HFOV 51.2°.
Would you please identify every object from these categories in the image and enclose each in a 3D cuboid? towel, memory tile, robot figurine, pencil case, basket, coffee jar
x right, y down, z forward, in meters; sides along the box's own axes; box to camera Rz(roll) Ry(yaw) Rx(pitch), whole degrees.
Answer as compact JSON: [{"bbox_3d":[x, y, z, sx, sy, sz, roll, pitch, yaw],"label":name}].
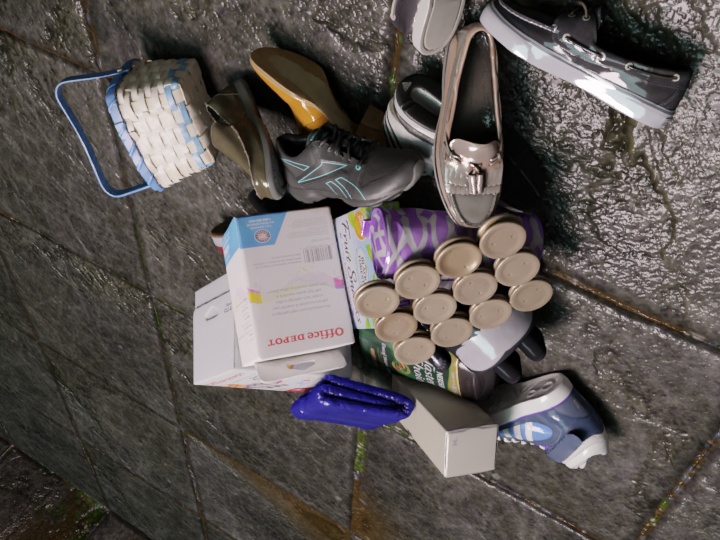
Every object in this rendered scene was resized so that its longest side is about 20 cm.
[{"bbox_3d":[-0.016,0.196,1.111,0.145,0.050,0.200,11,162,-13],"label":"towel"},{"bbox_3d":[0.102,0.026,0.815,0.198,0.017,0.154,-26,134,15],"label":"memory tile"},{"bbox_3d":[0.140,0.043,0.929,0.200,0.151,0.125,43,158,-3],"label":"robot figurine"},{"bbox_3d":[0.106,-0.032,0.832,0.196,0.086,0.085,1,124,-15],"label":"pencil case"},{"bbox_3d":[-0.295,-0.193,1.027,0.196,0.140,0.178,-11,126,9],"label":"basket"},{"bbox_3d":[0.100,0.112,1.060,0.197,0.086,0.105,14,137,29],"label":"coffee jar"}]

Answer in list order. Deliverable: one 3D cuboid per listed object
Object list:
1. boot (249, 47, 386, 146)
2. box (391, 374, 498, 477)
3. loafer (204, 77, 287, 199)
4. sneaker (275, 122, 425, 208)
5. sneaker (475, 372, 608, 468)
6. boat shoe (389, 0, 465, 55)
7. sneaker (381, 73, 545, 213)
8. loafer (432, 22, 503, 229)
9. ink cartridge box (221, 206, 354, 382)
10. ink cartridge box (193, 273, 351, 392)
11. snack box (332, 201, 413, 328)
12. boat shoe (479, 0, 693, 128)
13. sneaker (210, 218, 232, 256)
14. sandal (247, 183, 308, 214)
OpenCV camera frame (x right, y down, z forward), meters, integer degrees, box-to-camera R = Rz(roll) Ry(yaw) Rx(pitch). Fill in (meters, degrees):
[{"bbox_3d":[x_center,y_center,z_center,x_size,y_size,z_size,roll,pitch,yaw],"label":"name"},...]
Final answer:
[{"bbox_3d":[-0.062,-0.170,0.927,0.199,0.071,0.145,32,140,3],"label":"boot"},{"bbox_3d":[0.113,0.207,1.060,0.200,0.081,0.070,-137,46,-66],"label":"box"},{"bbox_3d":[-0.145,-0.155,0.931,0.076,0.069,0.202,71,175,-51],"label":"loafer"},{"bbox_3d":[-0.019,-0.120,0.842,0.197,0.076,0.080,2,133,38],"label":"sneaker"},{"bbox_3d":[0.249,0.232,1.057,0.199,0.081,0.147,-28,104,45],"label":"sneaker"},{"bbox_3d":[0.076,-0.301,0.684,0.060,0.073,0.202,44,141,26],"label":"boat shoe"},{"bbox_3d":[0.109,-0.127,0.846,0.199,0.076,0.115,38,160,-4],"label":"sneaker"},{"bbox_3d":[0.109,-0.140,0.745,0.070,0.063,0.204,-2,99,-1],"label":"loafer"},{"bbox_3d":[-0.096,0.037,0.970,0.125,0.126,0.204,151,110,-68],"label":"ink cartridge box"},{"bbox_3d":[-0.133,0.095,1.117,0.197,0.147,0.145,10,159,-34],"label":"ink cartridge box"},{"bbox_3d":[0.000,0.000,0.958,0.199,0.052,0.145,168,92,-68],"label":"snack box"},{"bbox_3d":[0.205,-0.204,0.677,0.199,0.070,0.067,35,125,11],"label":"boat shoe"},{"bbox_3d":[-0.141,-0.017,1.147,0.198,0.071,0.114,9,130,45],"label":"sneaker"},{"bbox_3d":[-0.110,-0.111,1.028,0.075,0.048,0.200,46,165,-14],"label":"sandal"}]
